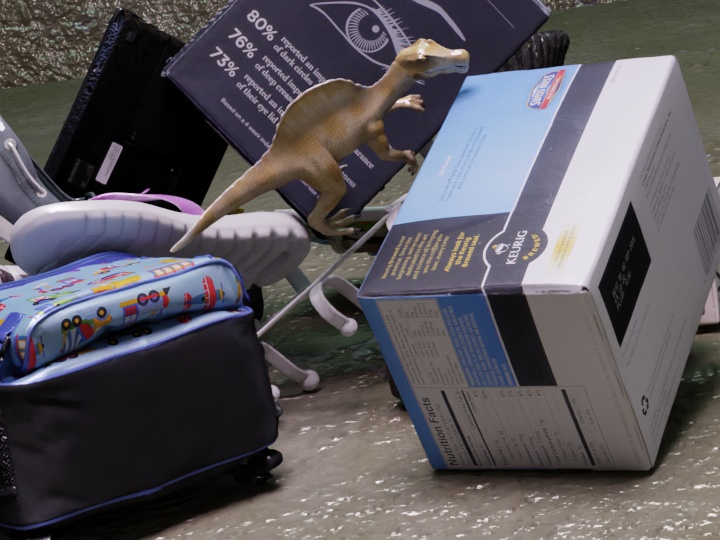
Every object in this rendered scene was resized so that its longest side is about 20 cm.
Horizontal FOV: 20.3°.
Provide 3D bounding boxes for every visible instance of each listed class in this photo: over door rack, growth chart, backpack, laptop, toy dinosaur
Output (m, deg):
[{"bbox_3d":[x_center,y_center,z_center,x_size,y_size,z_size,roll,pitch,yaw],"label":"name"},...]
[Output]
[{"bbox_3d":[0.000,0.000,1.277,0.148,0.067,0.200,-41,11,17],"label":"over door rack"},{"bbox_3d":[0.021,-0.027,1.493,0.144,0.018,0.200,-4,-11,31],"label":"growth chart"},{"bbox_3d":[-0.166,0.066,1.120,0.182,0.135,0.200,-16,12,-34],"label":"backpack"},{"bbox_3d":[-0.155,-0.067,1.363,0.103,0.178,0.200,21,-4,44],"label":"laptop"},{"bbox_3d":[-0.026,-0.068,1.148,0.200,0.101,0.058,-36,58,-4],"label":"toy dinosaur"}]

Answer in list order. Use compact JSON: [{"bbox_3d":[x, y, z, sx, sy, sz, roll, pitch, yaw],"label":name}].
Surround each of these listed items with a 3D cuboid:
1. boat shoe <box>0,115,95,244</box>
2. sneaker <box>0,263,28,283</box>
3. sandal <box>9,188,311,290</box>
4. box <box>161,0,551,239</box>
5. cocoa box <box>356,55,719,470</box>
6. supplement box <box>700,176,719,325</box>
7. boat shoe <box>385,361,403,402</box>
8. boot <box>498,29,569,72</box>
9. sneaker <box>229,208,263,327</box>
[{"bbox_3d":[-0.170,-0.022,1.234,0.062,0.200,0.073,-54,27,-2],"label":"boat shoe"},{"bbox_3d":[-0.282,0.028,1.532,0.200,0.076,0.115,-5,3,-38],"label":"sneaker"},{"bbox_3d":[-0.123,-0.021,1.199,0.202,0.050,0.082,6,-41,-40],"label":"sandal"},{"bbox_3d":[-0.006,-0.142,1.256,0.200,0.148,0.104,-44,9,-1],"label":"box"},{"bbox_3d":[0.104,-0.005,1.092,0.131,0.134,0.200,-3,39,28],"label":"cocoa box"},{"bbox_3d":[0.144,-0.005,1.342,0.199,0.074,0.126,-6,13,19],"label":"supplement box"},{"bbox_3d":[0.111,0.033,1.215,0.201,0.061,0.072,-11,47,-11],"label":"boat shoe"},{"bbox_3d":[0.135,-0.109,1.606,0.079,0.158,0.211,-4,11,5],"label":"boot"},{"bbox_3d":[-0.102,-0.005,1.402,0.070,0.090,0.200,9,1,-8],"label":"sneaker"}]
